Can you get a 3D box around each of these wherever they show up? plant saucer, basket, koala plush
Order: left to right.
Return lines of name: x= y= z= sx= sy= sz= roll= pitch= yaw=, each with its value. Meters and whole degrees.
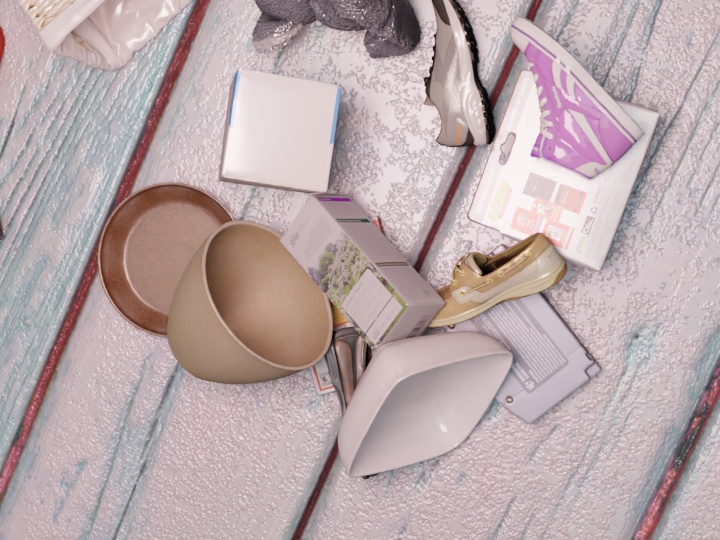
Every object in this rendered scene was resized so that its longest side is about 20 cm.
basket: x=-0.319 y=-0.375 z=1.671 sx=0.200 sy=0.198 sz=0.161 roll=-40 pitch=82 yaw=10
plant saucer: x=-0.241 y=-0.014 z=1.757 sx=0.200 sy=0.037 sz=0.201 roll=1 pitch=94 yaw=10
koala plush: x=-0.047 y=-0.350 z=1.645 sx=0.199 sy=0.184 sz=0.178 roll=1 pitch=93 yaw=22

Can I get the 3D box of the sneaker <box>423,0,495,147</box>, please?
sneaker: x=0.109 y=-0.247 z=1.663 sx=0.079 sy=0.074 sz=0.201 roll=-10 pitch=92 yaw=16

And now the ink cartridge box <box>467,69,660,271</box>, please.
ink cartridge box: x=0.245 y=-0.123 z=1.638 sx=0.175 sy=0.084 sz=0.200 roll=22 pitch=96 yaw=10

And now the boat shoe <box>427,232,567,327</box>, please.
boat shoe: x=0.146 y=0.008 z=1.621 sx=0.200 sy=0.074 sz=0.066 roll=-23 pitch=109 yaw=21

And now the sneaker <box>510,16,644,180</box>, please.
sneaker: x=0.219 y=-0.192 z=1.564 sx=0.114 sy=0.073 sz=0.201 roll=-42 pitch=83 yaw=13

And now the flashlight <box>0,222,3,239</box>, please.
flashlight: x=-0.529 y=-0.130 z=1.786 sx=0.068 sy=0.068 sz=0.201 roll=-15 pitch=91 yaw=1

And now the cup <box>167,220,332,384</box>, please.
cup: x=-0.154 y=0.060 z=1.651 sx=0.143 sy=0.200 sz=0.201 roll=-35 pitch=87 yaw=35

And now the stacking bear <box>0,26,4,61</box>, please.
stacking bear: x=-0.588 y=-0.283 z=1.769 sx=0.199 sy=0.121 sz=0.114 roll=-2 pitch=69 yaw=22

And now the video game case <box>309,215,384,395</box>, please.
video game case: x=-0.016 y=0.046 z=1.729 sx=0.143 sy=0.017 sz=0.201 roll=-16 pitch=91 yaw=11

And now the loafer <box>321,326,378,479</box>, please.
loafer: x=0.004 y=0.166 z=1.696 sx=0.063 sy=0.072 sz=0.200 roll=-15 pitch=104 yaw=4

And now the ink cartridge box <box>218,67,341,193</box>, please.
ink cartridge box: x=-0.103 y=-0.165 z=1.649 sx=0.125 sy=0.200 sz=0.129 roll=8 pitch=92 yaw=-8

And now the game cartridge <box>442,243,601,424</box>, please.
game cartridge: x=0.187 y=0.084 z=1.687 sx=0.133 sy=0.040 sz=0.200 roll=-38 pitch=86 yaw=7

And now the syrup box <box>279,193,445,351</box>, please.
syrup box: x=0.000 y=0.000 z=1.635 sx=0.200 sy=0.081 sz=0.079 roll=49 pitch=118 yaw=26

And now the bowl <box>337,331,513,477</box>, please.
bowl: x=0.067 y=0.150 z=1.627 sx=0.075 sy=0.199 sz=0.200 roll=54 pitch=136 yaw=33
